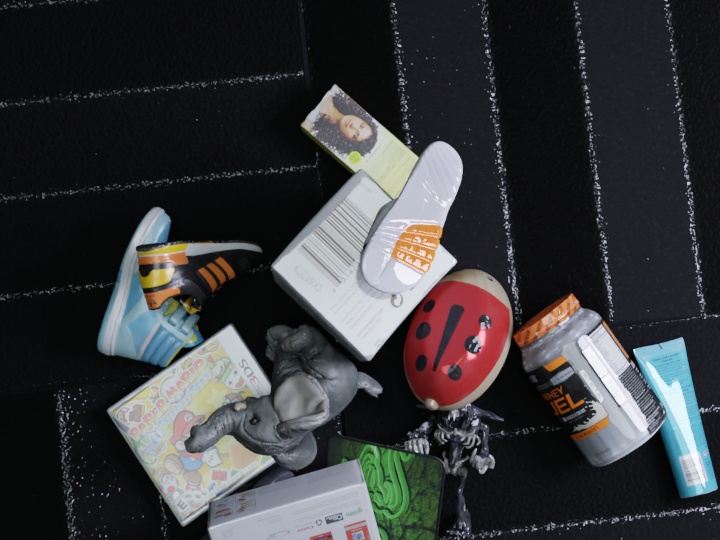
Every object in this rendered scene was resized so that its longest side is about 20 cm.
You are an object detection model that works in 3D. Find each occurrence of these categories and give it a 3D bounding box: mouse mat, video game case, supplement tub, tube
[{"bbox_3d":[0.023,0.317,1.672,0.159,0.008,0.203,10,104,16],"label":"mouse mat"},{"bbox_3d":[-0.200,0.201,1.713,0.199,0.023,0.183,-34,88,-3],"label":"video game case"},{"bbox_3d":[0.289,0.138,1.681,0.122,0.123,0.201,-35,88,-3],"label":"supplement tub"},{"bbox_3d":[0.417,0.193,1.721,0.077,0.050,0.203,-11,84,-25],"label":"tube"}]

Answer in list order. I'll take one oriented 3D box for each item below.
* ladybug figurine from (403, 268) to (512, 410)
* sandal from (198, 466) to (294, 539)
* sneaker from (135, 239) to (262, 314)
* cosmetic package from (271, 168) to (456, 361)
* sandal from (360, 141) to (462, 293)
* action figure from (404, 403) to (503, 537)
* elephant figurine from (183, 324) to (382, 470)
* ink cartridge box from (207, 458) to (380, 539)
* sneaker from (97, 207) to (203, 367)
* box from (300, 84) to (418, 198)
[{"bbox_3d":[0.122,0.083,1.677,0.134,0.072,0.202,12,67,18],"label":"ladybug figurine"},{"bbox_3d":[-0.169,0.320,1.687,0.200,0.076,0.043,-43,62,-4],"label":"sandal"},{"bbox_3d":[-0.202,0.008,1.657,0.069,0.199,0.091,-2,90,39],"label":"sneaker"},{"bbox_3d":[0.000,0.000,1.639,0.165,0.200,0.165,43,86,1],"label":"cosmetic package"},{"bbox_3d":[0.057,-0.056,1.522,0.079,0.059,0.208,37,63,-16],"label":"sandal"},{"bbox_3d":[0.118,0.238,1.683,0.117,0.102,0.203,7,88,10],"label":"action figure"},{"bbox_3d":[-0.095,0.179,1.628,0.154,0.142,0.201,-5,44,34],"label":"elephant figurine"},{"bbox_3d":[-0.072,0.353,1.623,0.197,0.084,0.178,-15,104,-2],"label":"ink cartridge box"},{"bbox_3d":[-0.250,0.029,1.694,0.129,0.080,0.202,19,96,1],"label":"sneaker"},{"bbox_3d":[0.018,-0.149,1.723,0.199,0.050,0.075,40,87,0],"label":"box"}]
